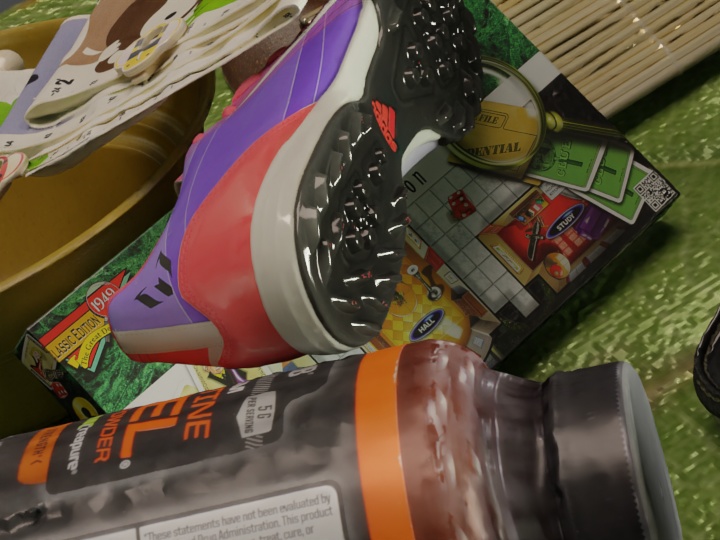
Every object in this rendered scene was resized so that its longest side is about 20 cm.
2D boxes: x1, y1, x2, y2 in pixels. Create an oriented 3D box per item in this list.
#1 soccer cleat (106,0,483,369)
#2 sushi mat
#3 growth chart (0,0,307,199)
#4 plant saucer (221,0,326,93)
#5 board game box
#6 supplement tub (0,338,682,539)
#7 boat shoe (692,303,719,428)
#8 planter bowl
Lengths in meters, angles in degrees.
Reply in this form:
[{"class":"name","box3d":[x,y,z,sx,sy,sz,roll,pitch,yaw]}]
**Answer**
[{"class":"soccer cleat","box3d":[-0.015,-0.041,0.798,0.073,0.068,0.200,-13,31,24]},{"class":"sushi mat","box3d":[0.084,-0.102,0.963,0.200,0.012,0.096,-32,66,-16]},{"class":"growth chart","box3d":[-0.056,-0.084,0.855,0.200,0.018,0.145,-31,23,20]},{"class":"plant saucer","box3d":[0.035,-0.125,1.051,0.200,0.037,0.201,-14,34,9]},{"class":"board game box","box3d":[0.000,0.000,0.846,0.105,0.023,0.200,44,62,7]},{"class":"supplement tub","box3d":[-0.017,0.080,0.726,0.200,0.107,0.107,-14,34,10]},{"class":"boat shoe","box3d":[0.158,-0.038,0.784,0.200,0.068,0.072,-51,34,5]},{"class":"planter bowl","box3d":[-0.128,0.001,0.911,0.200,0.084,0.201,-16,29,9]}]
